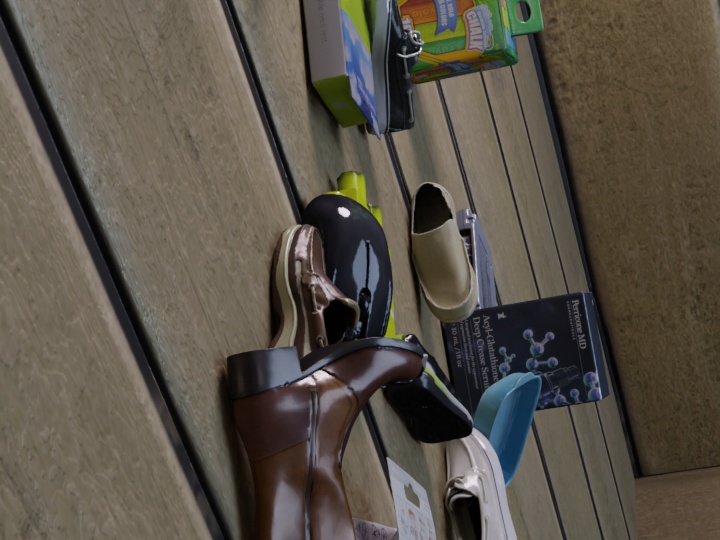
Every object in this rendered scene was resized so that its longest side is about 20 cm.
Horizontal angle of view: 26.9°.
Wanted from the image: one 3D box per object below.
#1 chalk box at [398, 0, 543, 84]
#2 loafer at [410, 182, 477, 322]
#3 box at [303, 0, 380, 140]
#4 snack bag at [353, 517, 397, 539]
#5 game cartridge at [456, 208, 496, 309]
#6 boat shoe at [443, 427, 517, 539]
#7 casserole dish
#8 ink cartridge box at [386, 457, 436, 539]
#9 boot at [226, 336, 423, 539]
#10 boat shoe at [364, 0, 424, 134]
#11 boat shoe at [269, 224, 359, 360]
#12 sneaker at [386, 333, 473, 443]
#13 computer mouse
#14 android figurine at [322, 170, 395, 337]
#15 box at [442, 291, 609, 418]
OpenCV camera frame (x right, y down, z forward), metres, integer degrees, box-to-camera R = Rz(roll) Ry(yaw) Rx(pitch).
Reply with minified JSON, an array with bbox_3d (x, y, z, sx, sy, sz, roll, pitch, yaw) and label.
[{"bbox_3d":[0.148,-0.342,2.071,0.124,0.199,0.125,1,78,-76],"label":"chalk box"},{"bbox_3d":[0.098,-0.028,1.925,0.068,0.075,0.201,50,23,-60],"label":"loafer"},{"bbox_3d":[-0.022,-0.252,1.648,0.122,0.048,0.201,48,34,-66],"label":"box"},{"bbox_3d":[0.022,0.344,1.454,0.189,0.021,0.201,42,40,-68],"label":"snack bag"},{"bbox_3d":[0.175,0.024,2.255,0.133,0.041,0.201,66,19,-55],"label":"game cartridge"},{"bbox_3d":[0.135,0.282,1.861,0.066,0.072,0.201,12,53,-38],"label":"boat shoe"},{"bbox_3d":[0.178,0.215,1.961,0.121,0.039,0.201,-23,132,-52],"label":"casserole dish"},{"bbox_3d":[0.039,0.294,1.431,0.160,0.047,0.201,51,30,-65],"label":"ink cartridge box"},{"bbox_3d":[-0.013,0.158,1.207,0.188,0.068,0.201,-3,80,-43],"label":"boot"},{"bbox_3d":[0.039,-0.256,1.755,0.074,0.068,0.200,-126,-149,-66],"label":"boat shoe"},{"bbox_3d":[-0.035,0.041,1.336,0.075,0.075,0.203,62,22,-50],"label":"boat shoe"},{"bbox_3d":[0.081,0.133,1.735,0.200,0.071,0.083,58,24,-56],"label":"sneaker"},{"bbox_3d":[-0.001,0.011,1.447,0.138,0.053,0.201,6,64,-39],"label":"computer mouse"},{"bbox_3d":[0.000,0.000,1.573,0.182,0.041,0.201,61,23,-53],"label":"android figurine"},{"bbox_3d":[0.226,0.118,2.053,0.107,0.199,0.149,5,75,-76],"label":"box"}]
